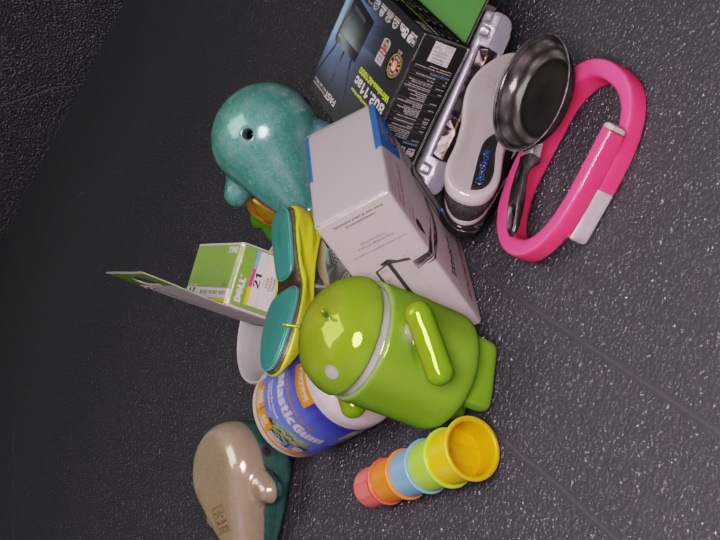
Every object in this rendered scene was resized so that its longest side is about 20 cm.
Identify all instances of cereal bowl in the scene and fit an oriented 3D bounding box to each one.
[{"bbox_3d":[-0.070,0.052,1.568,0.200,0.083,0.201,-46,34,43],"label":"cereal bowl"}]

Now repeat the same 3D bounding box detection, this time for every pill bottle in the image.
[{"bbox_3d":[-0.026,0.124,1.386,0.200,0.111,0.113,-35,41,52],"label":"pill bottle"}]

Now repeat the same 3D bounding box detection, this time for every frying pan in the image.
[{"bbox_3d":[0.168,-0.135,1.199,0.115,0.031,0.191,-44,42,44],"label":"frying pan"}]

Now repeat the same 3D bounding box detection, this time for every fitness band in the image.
[{"bbox_3d":[0.191,-0.100,1.198,0.201,0.037,0.144,-62,25,13],"label":"fitness band"}]

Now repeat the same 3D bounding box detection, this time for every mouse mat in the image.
[{"bbox_3d":[0.075,-0.256,1.412,0.201,0.007,0.161,-65,32,19],"label":"mouse mat"}]

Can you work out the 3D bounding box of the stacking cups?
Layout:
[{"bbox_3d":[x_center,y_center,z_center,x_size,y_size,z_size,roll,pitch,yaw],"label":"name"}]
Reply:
[{"bbox_3d":[0.053,0.195,1.235,0.200,0.060,0.061,-37,40,53],"label":"stacking cups"}]

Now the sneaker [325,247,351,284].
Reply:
[{"bbox_3d":[0.000,0.000,1.392,0.200,0.077,0.092,-85,-21,-85],"label":"sneaker"}]

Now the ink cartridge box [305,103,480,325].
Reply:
[{"bbox_3d":[0.032,-0.039,1.276,0.084,0.200,0.147,-26,40,15],"label":"ink cartridge box"}]

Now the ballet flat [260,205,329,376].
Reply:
[{"bbox_3d":[-0.063,0.024,1.391,0.067,0.067,0.202,-31,48,47],"label":"ballet flat"}]

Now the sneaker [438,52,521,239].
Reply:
[{"bbox_3d":[0.124,-0.121,1.312,0.112,0.073,0.201,100,-165,-57],"label":"sneaker"}]

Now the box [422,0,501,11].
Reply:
[{"bbox_3d":[0.081,-0.268,1.499,0.201,0.082,0.049,-56,28,26],"label":"box"}]

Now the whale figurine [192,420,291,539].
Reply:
[{"bbox_3d":[-0.124,0.276,1.524,0.159,0.103,0.202,-38,64,48],"label":"whale figurine"}]

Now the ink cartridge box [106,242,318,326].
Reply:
[{"bbox_3d":[-0.169,0.002,1.472,0.148,0.199,0.076,1,72,63],"label":"ink cartridge box"}]

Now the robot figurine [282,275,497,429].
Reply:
[{"bbox_3d":[0.030,0.076,1.200,0.175,0.199,0.117,-25,48,56],"label":"robot figurine"}]

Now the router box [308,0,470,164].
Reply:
[{"bbox_3d":[0.025,-0.220,1.409,0.151,0.062,0.200,-65,32,22],"label":"router box"}]

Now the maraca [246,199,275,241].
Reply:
[{"bbox_3d":[-0.106,-0.108,1.619,0.200,0.106,0.138,-30,83,59],"label":"maraca"}]

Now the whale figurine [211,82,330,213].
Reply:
[{"bbox_3d":[-0.094,-0.118,1.471,0.158,0.104,0.201,-28,81,15],"label":"whale figurine"}]

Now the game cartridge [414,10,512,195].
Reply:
[{"bbox_3d":[0.104,-0.180,1.394,0.133,0.040,0.201,-120,53,-79],"label":"game cartridge"}]
